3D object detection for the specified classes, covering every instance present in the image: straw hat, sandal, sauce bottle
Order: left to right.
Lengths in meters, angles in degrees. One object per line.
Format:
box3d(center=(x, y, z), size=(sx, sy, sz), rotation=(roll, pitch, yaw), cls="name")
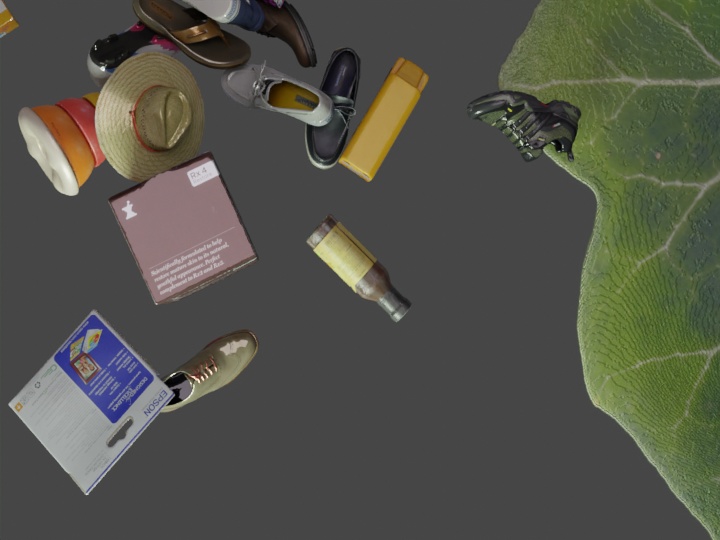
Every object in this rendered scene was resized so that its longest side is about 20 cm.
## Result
box3d(center=(-0.300, -0.232, 1.337), size=(0.198, 0.084, 0.206), rotation=(-8, 102, -39), cls="straw hat")
box3d(center=(-0.260, -0.380, 1.362), size=(0.198, 0.054, 0.081), rotation=(31, 54, -10), cls="sandal")
box3d(center=(0.000, 0.000, 1.418), size=(0.065, 0.065, 0.200), rotation=(-45, 92, -5), cls="sauce bottle")

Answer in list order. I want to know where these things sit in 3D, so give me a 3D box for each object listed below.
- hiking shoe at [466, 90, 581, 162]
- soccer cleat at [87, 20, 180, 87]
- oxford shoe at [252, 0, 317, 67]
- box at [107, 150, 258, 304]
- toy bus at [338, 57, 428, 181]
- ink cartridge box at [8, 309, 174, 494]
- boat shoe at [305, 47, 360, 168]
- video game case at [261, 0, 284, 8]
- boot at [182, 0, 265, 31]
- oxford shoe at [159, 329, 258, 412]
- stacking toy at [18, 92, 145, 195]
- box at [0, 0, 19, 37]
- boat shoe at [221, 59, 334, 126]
box3d(center=(0.269, -0.234, 1.449), size=(0.195, 0.076, 0.103), rotation=(6, 84, -7), cls="hiking shoe")
box3d(center=(-0.346, -0.353, 1.395), size=(0.198, 0.086, 0.071), rotation=(-30, 81, -29), cls="soccer cleat")
box3d(center=(-0.140, -0.399, 1.415), size=(0.084, 0.073, 0.202), rotation=(-35, 80, -3), cls="oxford shoe")
box3d(center=(-0.259, -0.058, 1.324), size=(0.163, 0.200, 0.167), rotation=(-25, 91, -6), cls="box")
box3d(center=(0.040, -0.248, 1.422), size=(0.064, 0.078, 0.203), rotation=(31, 86, -4), cls="toy bus")
box3d(center=(-0.409, 0.200, 1.350), size=(0.199, 0.047, 0.198), rotation=(41, 83, 15), cls="ink cartridge box")
box3d(center=(-0.043, -0.267, 1.423), size=(0.073, 0.062, 0.205), rotation=(15, 88, -7), cls="boat shoe")
box3d(center=(-0.166, -0.529, 1.387), size=(0.197, 0.036, 0.184), rotation=(26, 85, 23), cls="video game case")
box3d(center=(-0.236, -0.431, 1.353), size=(0.200, 0.090, 0.073), rotation=(44, 108, 25), cls="boot")
box3d(center=(-0.245, 0.164, 1.382), size=(0.198, 0.075, 0.071), rotation=(-36, 92, -6), cls="oxford shoe")
box3d(center=(-0.413, -0.224, 1.365), size=(0.199, 0.146, 0.148), rotation=(-36, 92, -23), cls="stacking toy")
box3d(center=(-0.642, -0.442, 1.375), size=(0.118, 0.041, 0.202), rotation=(-33, 90, -6), cls="box")
box3d(center=(-0.141, -0.282, 1.374), size=(0.199, 0.086, 0.076), rotation=(24, 90, 16), cls="boat shoe")
